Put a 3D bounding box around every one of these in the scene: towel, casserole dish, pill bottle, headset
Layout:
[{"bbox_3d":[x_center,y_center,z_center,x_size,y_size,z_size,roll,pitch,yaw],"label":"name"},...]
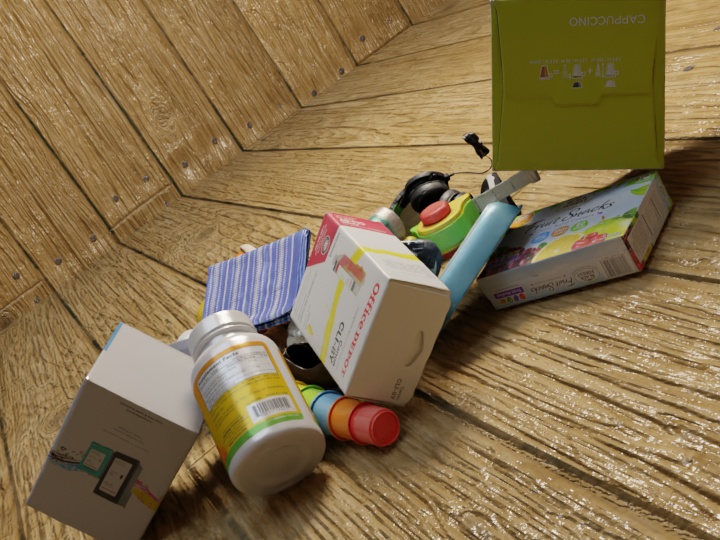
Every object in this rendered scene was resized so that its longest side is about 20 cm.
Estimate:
[{"bbox_3d":[-0.155,0.025,1.451,0.199,0.024,0.146,-19,51,31],"label":"towel"},{"bbox_3d":[0.125,-0.005,1.204,0.201,0.039,0.121,-56,-5,-10],"label":"casserole dish"},{"bbox_3d":[-0.126,0.142,1.140,0.111,0.111,0.200,-33,51,1],"label":"pill bottle"},{"bbox_3d":[0.113,-0.105,1.454,0.200,0.094,0.123,-49,54,2],"label":"headset"}]

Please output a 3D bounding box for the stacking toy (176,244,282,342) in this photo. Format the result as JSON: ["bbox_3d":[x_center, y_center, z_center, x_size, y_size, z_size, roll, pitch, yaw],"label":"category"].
[{"bbox_3d":[-0.202,0.070,1.553,0.200,0.146,0.146,-39,18,-8],"label":"stacking toy"}]

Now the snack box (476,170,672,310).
[{"bbox_3d":[0.248,-0.034,1.170,0.199,0.053,0.142,-18,22,41],"label":"snack box"}]

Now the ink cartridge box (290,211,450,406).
[{"bbox_3d":[0.005,0.039,1.148,0.200,0.083,0.146,47,121,57],"label":"ink cartridge box"}]

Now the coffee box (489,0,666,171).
[{"bbox_3d":[0.262,-0.228,1.228,0.198,0.202,0.198,0,10,11],"label":"coffee box"}]

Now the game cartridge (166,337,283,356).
[{"bbox_3d":[-0.227,0.133,1.468,0.199,0.133,0.041,-20,61,35],"label":"game cartridge"}]

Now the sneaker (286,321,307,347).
[{"bbox_3d":[-0.055,0.086,1.387,0.099,0.078,0.200,-42,10,1],"label":"sneaker"}]

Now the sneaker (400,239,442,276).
[{"bbox_3d":[0.060,0.007,1.277,0.086,0.078,0.200,-31,-12,-31],"label":"sneaker"}]

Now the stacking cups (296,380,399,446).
[{"bbox_3d":[-0.029,0.161,1.140,0.060,0.061,0.200,-43,20,-26],"label":"stacking cups"}]

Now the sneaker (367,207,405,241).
[{"bbox_3d":[0.000,0.000,1.356,0.080,0.071,0.201,-38,-22,-31],"label":"sneaker"}]

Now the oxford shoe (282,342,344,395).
[{"bbox_3d":[-0.078,0.128,1.281,0.199,0.085,0.073,-22,23,38],"label":"oxford shoe"}]

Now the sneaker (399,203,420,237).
[{"bbox_3d":[0.026,-0.042,1.547,0.200,0.075,0.084,-43,24,-24],"label":"sneaker"}]

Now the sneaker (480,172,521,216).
[{"bbox_3d":[0.171,-0.071,1.371,0.083,0.072,0.200,-30,18,15],"label":"sneaker"}]

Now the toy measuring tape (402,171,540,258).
[{"bbox_3d":[0.140,-0.069,1.278,0.199,0.074,0.074,-28,18,10],"label":"toy measuring tape"}]

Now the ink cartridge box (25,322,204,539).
[{"bbox_3d":[-0.285,0.203,1.227,0.201,0.145,0.147,-59,9,22],"label":"ink cartridge box"}]
